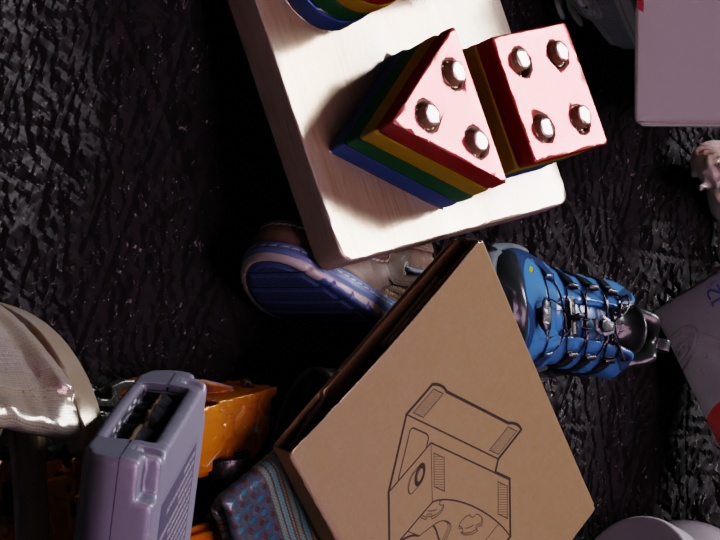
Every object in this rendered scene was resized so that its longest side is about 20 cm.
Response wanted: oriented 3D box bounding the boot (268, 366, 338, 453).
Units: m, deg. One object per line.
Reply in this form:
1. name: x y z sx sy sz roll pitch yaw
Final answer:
1. boot: 0.028 0.149 1.475 0.199 0.072 0.183 7 85 -54

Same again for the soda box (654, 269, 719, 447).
1. soda box: 0.267 0.096 1.698 0.068 0.063 0.201 -10 71 -51

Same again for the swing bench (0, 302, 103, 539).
1. swing bench: -0.219 0.092 1.114 0.198 0.129 0.201 16 82 -50

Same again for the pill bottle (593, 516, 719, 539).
1. pill bottle: 0.220 0.224 1.689 0.200 0.112 0.113 32 70 -49

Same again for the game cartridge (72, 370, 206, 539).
1. game cartridge: -0.099 0.125 1.164 0.200 0.041 0.134 -69 163 -82

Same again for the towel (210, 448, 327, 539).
1. towel: 0.006 0.126 1.391 0.200 0.022 0.147 -36 122 -38

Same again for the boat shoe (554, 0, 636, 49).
1. boat shoe: 0.124 -0.200 1.565 0.202 0.064 0.075 49 43 -49

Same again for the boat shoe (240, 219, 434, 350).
1. boat shoe: 0.000 0.000 1.430 0.200 0.072 0.073 33 64 -59

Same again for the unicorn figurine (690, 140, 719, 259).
1. unicorn figurine: 0.264 -0.060 1.753 0.138 0.073 0.201 58 36 -33

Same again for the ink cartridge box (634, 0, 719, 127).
1. ink cartridge box: 0.223 -0.160 1.612 0.200 0.084 0.146 -13 104 -73

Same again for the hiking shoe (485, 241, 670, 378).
1. hiking shoe: 0.117 0.023 1.515 0.200 0.086 0.075 12 78 -73

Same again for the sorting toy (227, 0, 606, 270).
1. sorting toy: 0.033 -0.120 1.394 0.198 0.069 0.201 -15 86 -49

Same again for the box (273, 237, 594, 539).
1. box: 0.043 0.109 1.396 0.164 0.021 0.201 -48 131 -29

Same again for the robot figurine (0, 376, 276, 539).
1. robot figurine: -0.117 0.117 1.300 0.199 0.058 0.146 -9 101 -51
